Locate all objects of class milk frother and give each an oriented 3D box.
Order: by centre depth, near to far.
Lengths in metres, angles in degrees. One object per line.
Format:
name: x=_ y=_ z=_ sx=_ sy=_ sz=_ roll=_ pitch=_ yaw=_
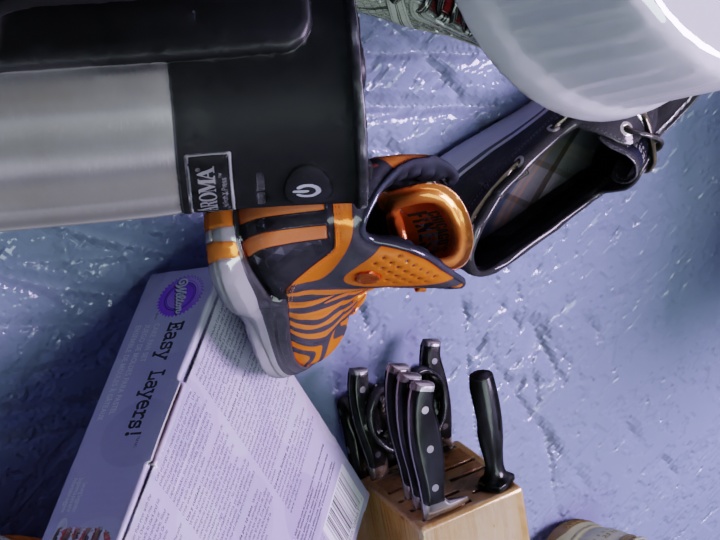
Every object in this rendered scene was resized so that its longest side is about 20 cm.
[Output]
milk frother: x=-0.097 y=-0.128 z=1.058 sx=0.186 sy=0.201 sz=0.181 roll=-5 pitch=137 yaw=-3

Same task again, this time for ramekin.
ramekin: x=0.134 y=-0.171 z=1.133 sx=0.199 sy=0.097 sz=0.202 roll=2 pitch=87 yaw=-41

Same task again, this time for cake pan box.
cake pan box: x=-0.071 y=0.126 z=1.222 sx=0.185 sy=0.052 sz=0.201 roll=60 pitch=37 yaw=-43

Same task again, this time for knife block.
knife block: x=0.051 y=0.142 z=1.322 sx=0.064 sy=0.201 sz=0.176 roll=-19 pitch=160 yaw=-21

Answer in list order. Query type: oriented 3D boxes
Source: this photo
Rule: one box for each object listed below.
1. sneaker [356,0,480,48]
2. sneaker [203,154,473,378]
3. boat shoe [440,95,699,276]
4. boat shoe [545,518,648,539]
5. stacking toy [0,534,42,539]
sneaker: x=0.058 y=-0.140 z=1.178 sx=0.199 sy=0.082 sz=0.078 roll=3 pitch=120 yaw=-35
sneaker: x=0.000 y=0.000 z=1.180 sx=0.111 sy=0.078 sz=0.200 roll=-8 pitch=169 yaw=7
boat shoe: x=0.117 y=-0.065 z=1.285 sx=0.199 sy=0.066 sz=0.070 roll=-32 pitch=134 yaw=-11
boat shoe: x=0.136 y=0.248 z=1.479 sx=0.073 sy=0.062 sz=0.202 roll=-10 pitch=103 yaw=-45
stacking toy: x=-0.116 y=0.179 z=1.279 sx=0.199 sy=0.146 sz=0.147 roll=-17 pitch=131 yaw=-44
